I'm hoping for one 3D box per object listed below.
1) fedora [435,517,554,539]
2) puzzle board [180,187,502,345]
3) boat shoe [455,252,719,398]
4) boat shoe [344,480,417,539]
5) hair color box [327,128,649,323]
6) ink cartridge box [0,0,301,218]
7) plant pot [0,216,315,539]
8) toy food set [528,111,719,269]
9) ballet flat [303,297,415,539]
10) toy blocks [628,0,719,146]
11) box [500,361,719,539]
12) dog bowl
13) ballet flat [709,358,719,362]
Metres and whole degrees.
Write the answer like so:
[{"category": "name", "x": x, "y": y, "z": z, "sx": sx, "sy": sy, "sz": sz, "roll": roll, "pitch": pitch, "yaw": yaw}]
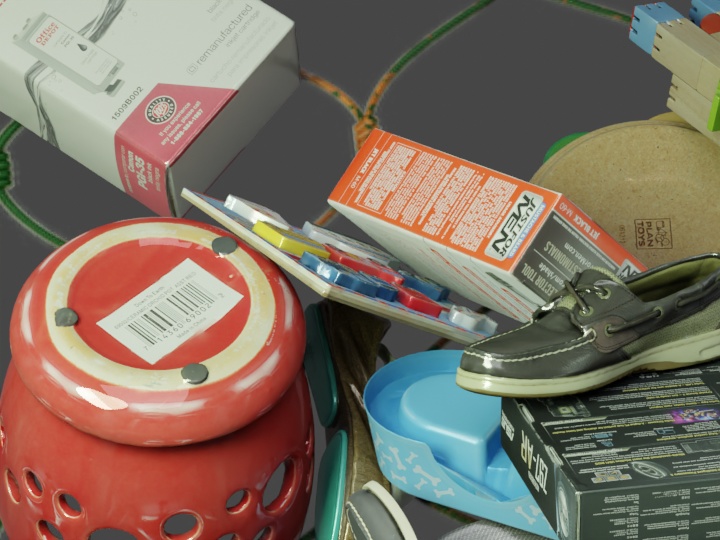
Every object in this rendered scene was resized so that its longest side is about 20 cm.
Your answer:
[{"category": "fedora", "x": 0.105, "y": 0.254, "z": 1.676, "sx": 0.176, "sy": 0.090, "sz": 0.200, "roll": -16, "pitch": 55, "yaw": -7}, {"category": "puzzle board", "x": 0.000, "y": 0.000, "z": 1.749, "sx": 0.151, "sy": 0.200, "sz": 0.017, "roll": 35, "pitch": 100, "yaw": 42}, {"category": "boat shoe", "x": 0.140, "y": 0.029, "z": 1.649, "sx": 0.200, "sy": 0.066, "sz": 0.072, "roll": -10, "pitch": 16, "yaw": -32}, {"category": "boat shoe", "x": 0.019, "y": 0.213, "z": 1.615, "sx": 0.063, "sy": 0.073, "sz": 0.200, "roll": -17, "pitch": 59, "yaw": -7}, {"category": "hair color box", "x": 0.082, "y": -0.019, "z": 1.759, "sx": 0.064, "sy": 0.111, "sz": 0.200, "roll": -56, "pitch": 37, "yaw": -6}, {"category": "ink cartridge box", "x": -0.162, "y": -0.148, "z": 1.912, "sx": 0.200, "sy": 0.083, "sz": 0.147, "roll": 33, "pitch": 68, "yaw": 18}, {"category": "plant pot", "x": -0.126, "y": 0.079, "z": 1.709, "sx": 0.200, "sy": 0.183, "sz": 0.201, "roll": 2, "pitch": 44, "yaw": -2}, {"category": "toy food set", "x": 0.190, "y": -0.014, "z": 1.843, "sx": 0.197, "sy": 0.049, "sz": 0.200, "roll": -16, "pitch": 63, "yaw": -6}, {"category": "ballet flat", "x": 0.005, "y": 0.108, "z": 1.785, "sx": 0.072, "sy": 0.068, "sz": 0.201, "roll": 5, "pitch": 56, "yaw": -16}, {"category": "toy blocks", "x": 0.273, "y": -0.142, "z": 1.877, "sx": 0.199, "sy": 0.100, "sz": 0.137, "roll": -12, "pitch": 37, "yaw": -30}, {"category": "box", "x": 0.196, "y": 0.103, "z": 1.609, "sx": 0.199, "sy": 0.044, "sz": 0.160, "roll": -5, "pitch": 22, "yaw": -12}, {"category": "dog bowl", "x": 0.096, "y": 0.110, "z": 1.710, "sx": 0.199, "sy": 0.050, "sz": 0.111, "roll": 16, "pitch": 33, "yaw": 21}, {"category": "ballet flat", "x": 0.211, "y": 0.120, "z": 1.737, "sx": 0.074, "sy": 0.074, "sz": 0.201, "roll": 13, "pitch": 87, "yaw": 9}]
